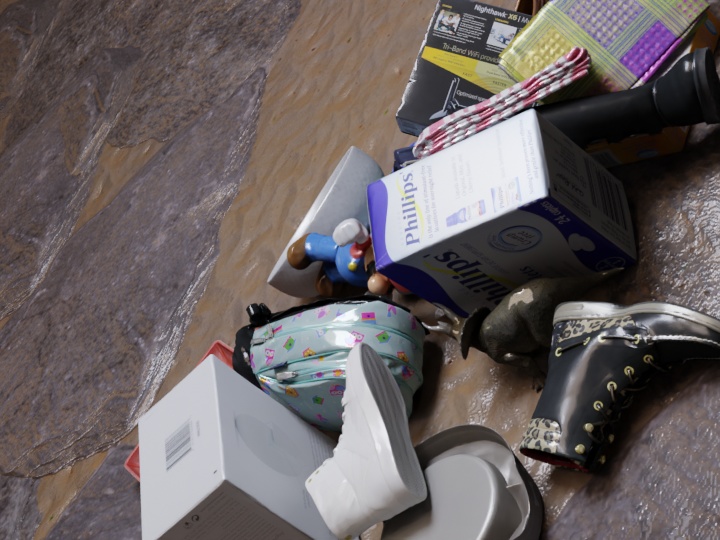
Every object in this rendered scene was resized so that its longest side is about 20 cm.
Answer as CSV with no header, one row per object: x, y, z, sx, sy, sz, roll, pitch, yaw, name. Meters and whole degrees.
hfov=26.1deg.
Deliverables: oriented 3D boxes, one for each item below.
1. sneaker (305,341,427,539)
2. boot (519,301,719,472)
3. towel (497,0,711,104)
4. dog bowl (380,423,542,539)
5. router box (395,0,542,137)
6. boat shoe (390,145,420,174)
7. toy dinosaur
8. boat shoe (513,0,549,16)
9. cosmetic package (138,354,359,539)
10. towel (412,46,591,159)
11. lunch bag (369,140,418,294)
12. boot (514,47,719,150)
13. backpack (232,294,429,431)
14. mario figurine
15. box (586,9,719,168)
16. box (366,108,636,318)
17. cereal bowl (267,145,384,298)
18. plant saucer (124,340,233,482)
-0.011,0.168,1.518,0.116,0.074,0.200,-36,40,21,sneaker
0.238,0.108,1.391,0.204,0.073,0.154,2,65,48,boot
0.256,-0.246,1.655,0.200,0.023,0.144,-47,71,6,towel
0.084,0.243,1.448,0.200,0.059,0.200,-35,32,26,dog bowl
0.158,-0.205,1.717,0.200,0.052,0.157,18,79,13,router box
0.126,-0.100,1.666,0.093,0.200,0.075,-113,29,-55,boat shoe
0.166,0.051,1.513,0.200,0.102,0.077,-30,35,32,toy dinosaur
0.190,-0.261,1.871,0.072,0.068,0.200,-10,48,48,boat shoe
-0.114,0.230,1.589,0.123,0.200,0.199,-42,30,18,cosmetic package
0.141,-0.174,1.588,0.200,0.030,0.146,-27,6,8,towel
0.090,-0.074,1.784,0.161,0.082,0.200,-20,40,46,lunch bag
0.246,-0.160,1.511,0.200,0.165,0.066,-6,80,16,boot
-0.020,0.101,1.678,0.200,0.167,0.127,-14,61,36,backpack
0.000,0.000,1.684,0.200,0.123,0.106,-5,83,51,mario figurine
0.313,-0.203,1.669,0.119,0.041,0.200,-11,45,47,box
0.140,-0.045,1.542,0.200,0.184,0.105,-23,57,29,box
-0.028,-0.047,1.874,0.200,0.083,0.200,-57,4,7,cereal bowl
-0.185,0.196,1.891,0.200,0.037,0.200,-54,29,-7,plant saucer
